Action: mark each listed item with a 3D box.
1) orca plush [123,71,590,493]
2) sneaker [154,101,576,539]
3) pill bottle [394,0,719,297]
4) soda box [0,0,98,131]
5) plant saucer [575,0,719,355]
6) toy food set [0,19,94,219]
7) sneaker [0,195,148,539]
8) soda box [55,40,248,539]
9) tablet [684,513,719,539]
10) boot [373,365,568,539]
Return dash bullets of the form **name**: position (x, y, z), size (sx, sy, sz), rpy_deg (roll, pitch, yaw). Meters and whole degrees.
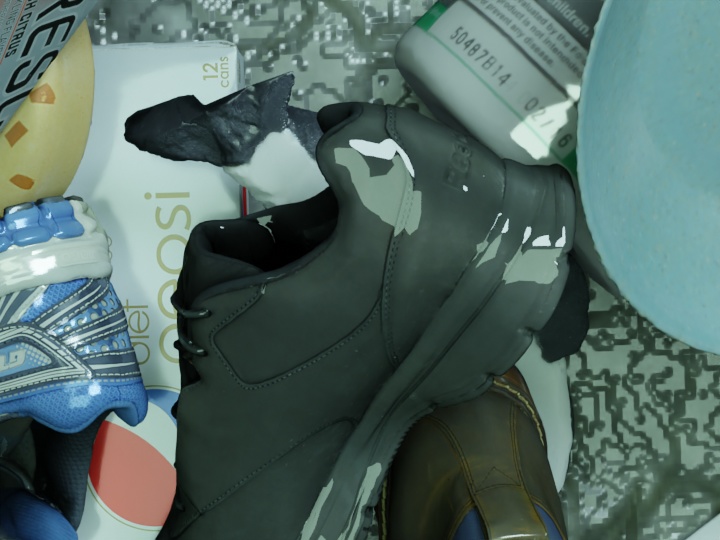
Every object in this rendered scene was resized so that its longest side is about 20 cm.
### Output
- **orca plush**: position (0.000, 0.000, 0.817), size (0.200, 0.071, 0.105), rpy_deg (35, 108, -33)
- **sneaker**: position (-0.024, 0.032, 0.741), size (0.091, 0.076, 0.200), rpy_deg (29, 111, -17)
- **pill bottle**: position (0.117, -0.097, 0.809), size (0.200, 0.113, 0.113), rpy_deg (-44, 91, 0)
- **soda box**: position (-0.125, -0.076, 0.714), size (0.068, 0.064, 0.200), rpy_deg (49, 121, 13)
- **plant saucer**: position (0.140, -0.069, 0.740), size (0.201, 0.039, 0.201), rpy_deg (-15, 124, -23)
- **toy food set**: position (-0.170, -0.097, 0.802), size (0.198, 0.049, 0.200), rpy_deg (-9, 97, 32)
- **sneaker**: position (-0.132, 0.068, 0.788), size (0.200, 0.077, 0.085), rpy_deg (-48, 63, 37)
- **soda box**: position (-0.067, 0.027, 0.834), size (0.064, 0.068, 0.200), rpy_deg (-1, 92, -1)
- **tablet**: position (0.196, 0.106, 0.865), size (0.200, 0.014, 0.130), rpy_deg (-37, 91, 0)
- **boot**: position (0.040, 0.132, 0.796), size (0.075, 0.097, 0.200), rpy_deg (-11, 116, -5)
